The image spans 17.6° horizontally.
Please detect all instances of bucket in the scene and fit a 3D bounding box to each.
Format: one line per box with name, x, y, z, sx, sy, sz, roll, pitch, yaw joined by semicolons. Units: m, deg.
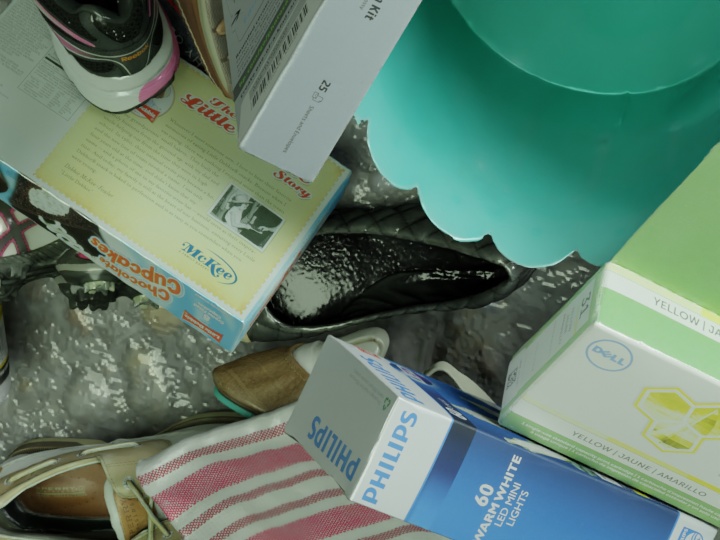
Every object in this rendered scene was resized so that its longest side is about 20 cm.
bucket;0.100;-0.120;1.105;0.206;0.135;0.208;9;129;11

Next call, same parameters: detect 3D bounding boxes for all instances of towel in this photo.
towel;-0.013;0.155;1.272;0.146;0.030;0.200;-23;118;28

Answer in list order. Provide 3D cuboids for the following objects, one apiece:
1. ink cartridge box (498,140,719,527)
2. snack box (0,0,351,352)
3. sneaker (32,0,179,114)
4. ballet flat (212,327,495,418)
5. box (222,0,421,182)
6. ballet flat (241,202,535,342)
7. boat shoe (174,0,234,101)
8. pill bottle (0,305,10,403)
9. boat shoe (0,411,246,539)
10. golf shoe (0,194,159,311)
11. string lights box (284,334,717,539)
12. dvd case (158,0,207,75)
ink cartridge box;0.174;0.039;1.100;0.145;0.048;0.200;26;142;-11
snack box;-0.116;-0.059;1.206;0.199;0.116;0.037;34;147;3
sneaker;-0.155;-0.181;1.179;0.080;0.086;0.200;-35;73;-13
ballet flat;0.020;0.076;1.268;0.199;0.068;0.073;27;110;3
box;-0.008;-0.151;1.041;0.041;0.200;0.156;24;113;-19
ballet flat;0.000;0.000;1.248;0.199;0.057;0.067;-13;105;21
boat shoe;-0.077;-0.183;1.180;0.072;0.075;0.201;21;130;45
pill bottle;-0.259;-0.018;1.291;0.110;0.111;0.202;1;110;16
boat shoe;-0.123;0.130;1.328;0.199;0.068;0.075;-9;107;20
golf shoe;-0.187;-0.025;1.230;0.198;0.077;0.089;0;77;-21
string lights box;0.070;0.107;1.182;0.199;0.103;0.059;24;96;-26
dvd case;-0.079;-0.136;1.241;0.200;0.022;0.146;-37;96;26
